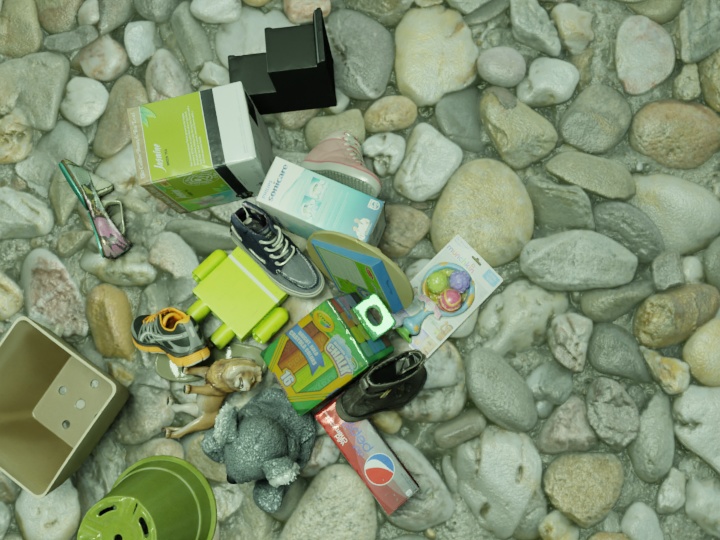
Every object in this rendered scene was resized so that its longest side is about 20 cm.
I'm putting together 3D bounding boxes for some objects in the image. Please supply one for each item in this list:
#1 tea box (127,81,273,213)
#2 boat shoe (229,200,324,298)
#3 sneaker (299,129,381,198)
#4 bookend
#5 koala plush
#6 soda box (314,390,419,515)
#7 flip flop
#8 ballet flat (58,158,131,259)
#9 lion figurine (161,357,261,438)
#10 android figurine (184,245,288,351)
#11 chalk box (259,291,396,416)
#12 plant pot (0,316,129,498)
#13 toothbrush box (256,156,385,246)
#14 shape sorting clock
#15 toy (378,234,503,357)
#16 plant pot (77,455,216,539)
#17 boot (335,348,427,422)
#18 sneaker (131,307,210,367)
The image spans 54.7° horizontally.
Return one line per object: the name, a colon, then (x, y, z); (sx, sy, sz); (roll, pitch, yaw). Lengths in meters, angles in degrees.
tea box: (-0.260, -0.200, 1.182); (0.194, 0.200, 0.136); (-12, 81, 3)
boat shoe: (-0.143, -0.033, 1.168); (0.199, 0.093, 0.075); (36, 71, 7)
sneaker: (-0.019, -0.189, 1.192); (0.199, 0.075, 0.105); (21, 69, 48)
bookend: (-0.148, -0.350, 1.198); (0.197, 0.199, 0.094); (-6, 83, 3)
koala plush: (-0.160, 0.273, 1.100); (0.177, 0.200, 0.184); (41, 85, 9)
soda box: (0.010, 0.299, 1.154); (0.070, 0.063, 0.201); (-38, 80, -3)
flip flop: (-0.258, 0.156, 1.197); (0.197, 0.058, 0.082); (5, 81, 4)
ballet flat: (-0.471, -0.119, 1.257); (0.070, 0.069, 0.202); (-26, 84, -19)
lion figurine: (-0.252, 0.215, 1.166); (0.121, 0.201, 0.073); (9, 45, -33)
android figurine: (-0.204, 0.037, 1.207); (0.182, 0.041, 0.200); (40, 70, 8)
chalk box: (-0.036, 0.120, 1.122); (0.199, 0.124, 0.126); (-40, 79, 21)
plant pot: (-0.496, 0.219, 1.142); (0.198, 0.177, 0.201); (33, 84, 8)
toothbrush box: (-0.062, -0.096, 1.180); (0.198, 0.147, 0.086); (22, 81, 8)
shape sorting clock: (0.000, 0.000, 1.137); (0.199, 0.200, 0.039); (33, 69, 8)
toy: (0.140, 0.043, 1.194); (0.200, 0.047, 0.115); (-44, 83, -3)
plant pot: (-0.347, 0.404, 1.098); (0.197, 0.190, 0.203); (-1, 80, 3)
boot: (0.059, 0.169, 1.090); (0.198, 0.174, 0.070); (-23, 72, -34)
sneaker: (-0.322, 0.097, 1.164); (0.198, 0.078, 0.078); (11, 119, 41)
